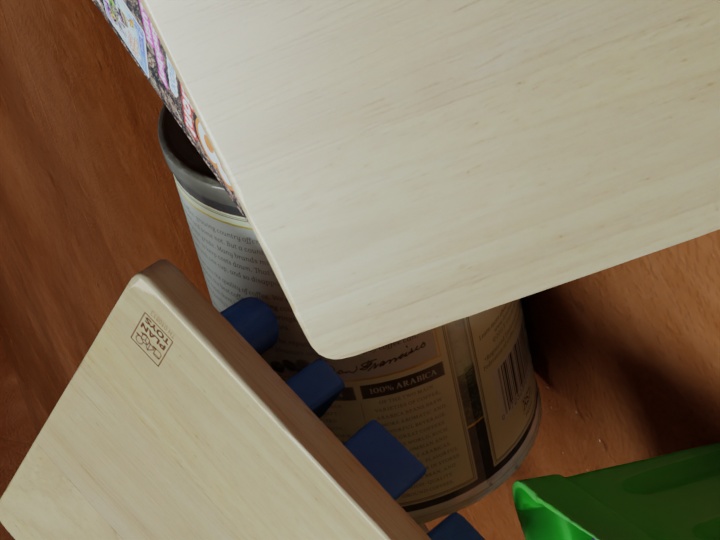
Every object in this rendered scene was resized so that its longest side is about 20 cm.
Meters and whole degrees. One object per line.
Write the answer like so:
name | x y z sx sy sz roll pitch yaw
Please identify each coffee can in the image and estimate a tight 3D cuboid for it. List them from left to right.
coffee can | 0.000 0.000 0.919 0.146 0.146 0.200 45 155 49

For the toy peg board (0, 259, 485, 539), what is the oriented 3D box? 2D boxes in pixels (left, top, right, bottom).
toy peg board | -0.036 0.108 0.873 0.200 0.098 0.199 46 135 10

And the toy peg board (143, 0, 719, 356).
toy peg board | 0.043 -0.108 0.576 0.098 0.200 0.199 -85 -28 -61

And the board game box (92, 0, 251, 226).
board game box | -0.008 -0.124 0.738 0.200 0.159 0.097 53 160 32

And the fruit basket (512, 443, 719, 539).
fruit basket | 0.109 0.193 0.771 0.155 0.215 0.216 32 144 62

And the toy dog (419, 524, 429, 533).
toy dog | 0.006 0.094 1.123 0.132 0.096 0.200 -20 61 38
